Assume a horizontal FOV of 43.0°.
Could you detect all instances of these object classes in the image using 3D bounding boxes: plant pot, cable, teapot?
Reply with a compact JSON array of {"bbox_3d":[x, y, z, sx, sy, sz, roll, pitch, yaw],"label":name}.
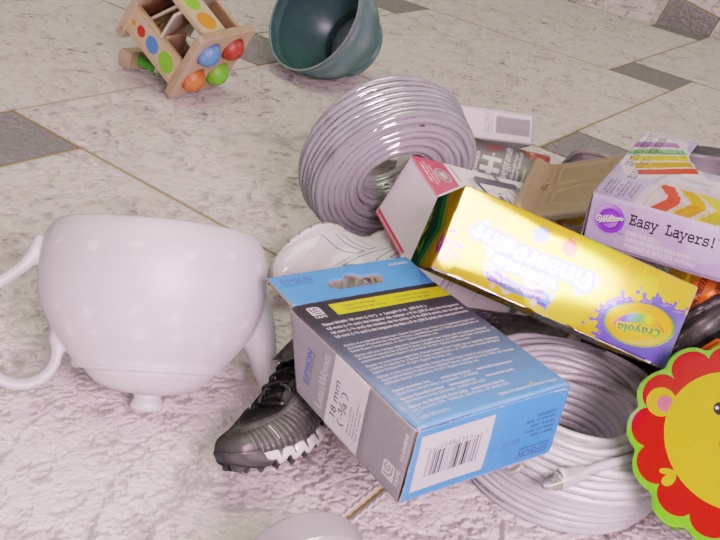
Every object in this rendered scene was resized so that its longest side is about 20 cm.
[{"bbox_3d":[-0.043,-0.420,1.599,0.200,0.202,0.134,35,9,38],"label":"plant pot"},{"bbox_3d":[0.172,0.130,0.765,0.197,0.070,0.201,3,29,-17],"label":"cable"},{"bbox_3d":[-0.173,0.039,0.736,0.197,0.148,0.197,3,-6,21],"label":"teapot"},{"bbox_3d":[0.029,-0.116,1.002,0.199,0.199,0.070,24,34,-48],"label":"cable"}]

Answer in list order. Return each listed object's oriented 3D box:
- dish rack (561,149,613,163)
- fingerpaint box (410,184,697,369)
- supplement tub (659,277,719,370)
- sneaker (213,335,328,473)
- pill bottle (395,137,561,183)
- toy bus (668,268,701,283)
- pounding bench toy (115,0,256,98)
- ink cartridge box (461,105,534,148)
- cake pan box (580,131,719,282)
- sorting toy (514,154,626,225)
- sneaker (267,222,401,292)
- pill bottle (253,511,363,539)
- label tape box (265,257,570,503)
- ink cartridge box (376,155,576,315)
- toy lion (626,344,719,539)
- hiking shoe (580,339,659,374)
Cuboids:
[{"bbox_3d":[0.338,-0.081,1.154,0.198,0.044,0.172,21,-10,0],"label":"dish rack"},{"bbox_3d":[0.152,0.002,0.769,0.198,0.074,0.167,23,1,-2],"label":"fingerpaint box"},{"bbox_3d":[0.324,0.106,0.737,0.121,0.123,0.202,-5,58,-28],"label":"supplement tub"},{"bbox_3d":[-0.047,0.089,0.722,0.066,0.092,0.199,-6,10,39],"label":"sneaker"},{"bbox_3d":[0.144,-0.109,1.149,0.197,0.112,0.111,15,28,7],"label":"pill bottle"},{"bbox_3d":[0.449,0.021,0.932,0.198,0.137,0.192,23,11,-35],"label":"toy bus"},{"bbox_3d":[-0.282,-0.341,1.425,0.157,0.200,0.124,51,41,7],"label":"pounding bench toy"},{"bbox_3d":[0.110,-0.189,1.257,0.197,0.045,0.176,4,-2,-19],"label":"ink cartridge box"},{"bbox_3d":[0.308,-0.053,0.789,0.182,0.053,0.200,22,32,24],"label":"cake pan box"},{"bbox_3d":[0.277,-0.088,0.985,0.197,0.037,0.185,-1,22,20],"label":"sorting toy"},{"bbox_3d":[0.000,0.000,0.941,0.198,0.075,0.087,-7,37,-29],"label":"sneaker"},{"bbox_3d":[-0.003,0.226,0.474,0.109,0.112,0.200,-1,30,-22],"label":"pill bottle"},{"bbox_3d":[0.033,0.070,0.681,0.143,0.064,0.200,-8,32,-34],"label":"label tape box"},{"bbox_3d":[0.137,-0.031,0.967,0.198,0.085,0.146,10,36,-35],"label":"ink cartridge box"},{"bbox_3d":[0.295,0.130,0.635,0.201,0.191,0.069,55,6,27],"label":"toy lion"},{"bbox_3d":[0.296,0.072,0.928,0.197,0.077,0.101,10,18,-22],"label":"hiking shoe"}]
